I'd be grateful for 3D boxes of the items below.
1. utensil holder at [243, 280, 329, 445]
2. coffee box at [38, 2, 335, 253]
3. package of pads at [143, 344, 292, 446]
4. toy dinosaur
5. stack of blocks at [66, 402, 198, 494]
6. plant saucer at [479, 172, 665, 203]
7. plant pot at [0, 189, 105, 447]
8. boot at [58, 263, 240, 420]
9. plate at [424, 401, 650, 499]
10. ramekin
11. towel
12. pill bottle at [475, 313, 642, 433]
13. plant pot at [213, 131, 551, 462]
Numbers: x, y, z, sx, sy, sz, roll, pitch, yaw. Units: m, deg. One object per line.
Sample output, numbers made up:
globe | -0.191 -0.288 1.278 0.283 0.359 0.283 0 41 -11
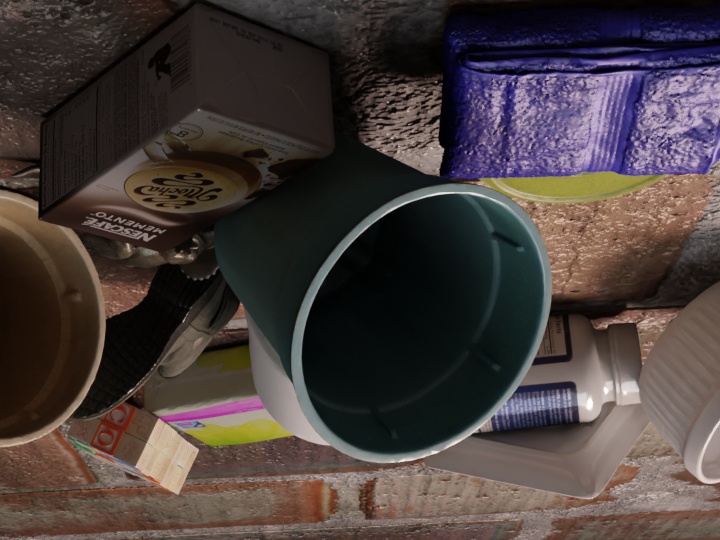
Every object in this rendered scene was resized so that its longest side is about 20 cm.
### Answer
utensil holder | -0.018 0.054 1.250 0.168 0.171 0.200 -1 160 -6
coffee box | -0.124 -0.090 0.990 0.112 0.081 0.199 14 152 -38
package of pads | -0.113 0.134 1.567 0.198 0.069 0.154 -10 156 20
toy dinosaur | -0.176 -0.031 1.132 0.198 0.078 0.102 5 157 -20
stack of blocks | -0.263 0.187 1.611 0.114 0.059 0.200 22 166 12
plant saucer | 0.167 -0.095 1.089 0.198 0.031 0.200 -3 159 -1
plant pot | -0.344 0.046 1.185 0.183 0.202 0.200 -9 160 44
boot | -0.179 0.072 1.276 0.068 0.200 0.131 38 163 18
plate | 0.195 0.159 1.527 0.199 0.033 0.199 7 -150 32
ramekin | 0.362 0.098 1.400 0.199 0.105 0.201 -29 144 -23
towel | 0.153 -0.111 0.971 0.198 0.050 0.148 -1 141 1
pill bottle | 0.186 0.104 1.478 0.198 0.112 0.111 -6 158 8
plant pot | 0.000 0.000 1.022 0.199 0.202 0.196 12 -164 -34
